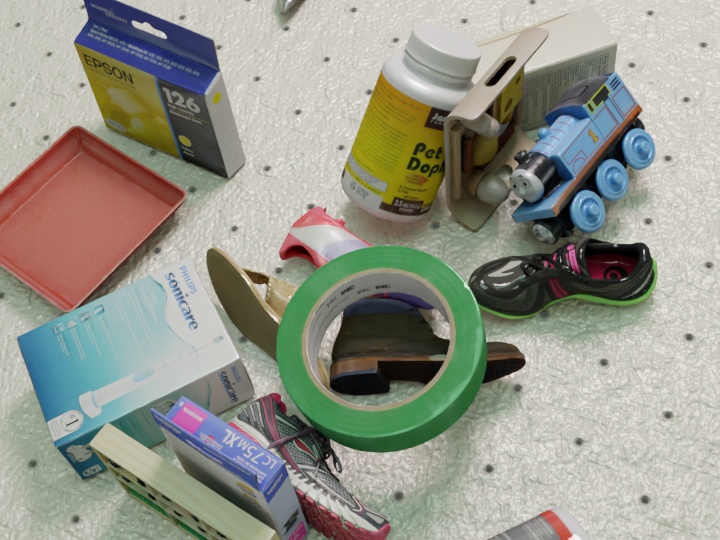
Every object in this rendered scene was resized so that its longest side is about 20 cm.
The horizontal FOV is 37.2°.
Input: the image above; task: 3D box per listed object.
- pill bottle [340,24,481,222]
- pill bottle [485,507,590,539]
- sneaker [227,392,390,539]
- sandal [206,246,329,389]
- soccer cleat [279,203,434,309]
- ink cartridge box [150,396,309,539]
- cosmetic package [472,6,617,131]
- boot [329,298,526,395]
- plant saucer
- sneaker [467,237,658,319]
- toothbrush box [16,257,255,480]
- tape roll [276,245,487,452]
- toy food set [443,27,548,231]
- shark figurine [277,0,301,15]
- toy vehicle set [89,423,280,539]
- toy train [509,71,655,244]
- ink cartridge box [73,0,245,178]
[{"bbox_3d":[0.058,-0.160,1.163,0.109,0.200,0.109,16,31,-10],"label":"pill bottle"},{"bbox_3d":[0.111,0.296,0.919,0.200,0.116,0.116,-24,57,-7],"label":"pill bottle"},{"bbox_3d":[-0.048,0.190,1.032,0.200,0.081,0.075,36,66,27],"label":"sneaker"},{"bbox_3d":[-0.082,0.048,1.146,0.070,0.078,0.212,-22,57,-32],"label":"sandal"},{"bbox_3d":[0.000,0.000,1.161,0.200,0.067,0.076,33,75,28],"label":"soccer cleat"},{"bbox_3d":[-0.114,0.185,0.972,0.119,0.200,0.042,28,66,23],"label":"ink cartridge box"},{"bbox_3d":[0.191,-0.223,1.254,0.200,0.104,0.073,-18,56,-5],"label":"cosmetic package"},{"bbox_3d":[0.066,0.068,1.099,0.200,0.075,0.097,-5,59,7],"label":"boot"},{"bbox_3d":[-0.334,-0.058,1.259,0.200,0.037,0.200,31,66,25],"label":"plant saucer"},{"bbox_3d":[0.209,-0.002,1.118,0.200,0.084,0.077,-8,56,2],"label":"sneaker"},{"bbox_3d":[-0.232,0.099,1.113,0.200,0.085,0.146,-27,57,-9],"label":"toothbrush box"},{"bbox_3d":[0.021,0.073,1.034,0.200,0.048,0.201,-6,62,11],"label":"tape roll"},{"bbox_3d":[0.155,-0.148,1.150,0.060,0.200,0.144,31,66,21],"label":"toy food set"},{"bbox_3d":[-0.041,-0.442,1.432,0.089,0.215,0.128,24,21,-20],"label":"shark figurine"},{"bbox_3d":[-0.154,0.224,0.997,0.200,0.124,0.027,27,64,23],"label":"toy vehicle set"},{"bbox_3d":[0.236,-0.120,1.166,0.114,0.087,0.200,50,65,-15],"label":"toy train"},{"bbox_3d":[-0.239,-0.214,1.249,0.198,0.200,0.047,25,63,22],"label":"ink cartridge box"}]
